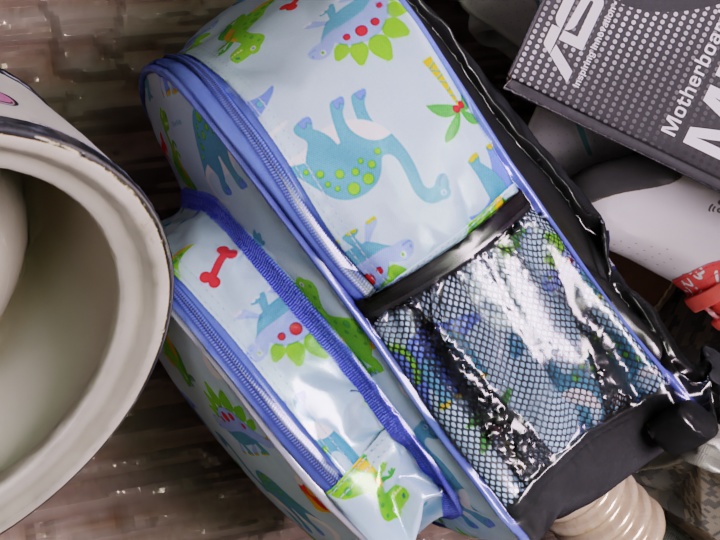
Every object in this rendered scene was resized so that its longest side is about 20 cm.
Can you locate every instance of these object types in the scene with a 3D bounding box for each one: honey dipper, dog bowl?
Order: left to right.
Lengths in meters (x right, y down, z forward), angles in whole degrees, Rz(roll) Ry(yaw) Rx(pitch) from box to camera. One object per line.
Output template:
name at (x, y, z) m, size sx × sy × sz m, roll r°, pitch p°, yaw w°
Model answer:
dog bowl at (-0.161, 0.011, 0.804) m, size 0.200 × 0.201 × 0.074 m, roll -8°, pitch 46°, yaw -31°
honey dipper at (0.130, 0.132, 1.018) m, size 0.200 × 0.038 × 0.038 m, roll 46°, pitch 63°, yaw -37°

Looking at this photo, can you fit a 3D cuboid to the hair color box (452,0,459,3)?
hair color box at (0.126, -0.138, 1.056) m, size 0.199 × 0.061 × 0.099 m, roll 14°, pitch 78°, yaw -29°

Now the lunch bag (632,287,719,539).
lunch bag at (0.203, 0.060, 1.047) m, size 0.200 × 0.117 × 0.164 m, roll 36°, pitch 69°, yaw -24°

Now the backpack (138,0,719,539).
backpack at (0.000, 0.000, 0.896) m, size 0.147 × 0.183 × 0.200 m, roll -34°, pitch 97°, yaw -9°

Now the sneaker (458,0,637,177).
sneaker at (0.064, -0.127, 0.945) m, size 0.070 × 0.080 × 0.201 m, roll 22°, pitch 45°, yaw -68°

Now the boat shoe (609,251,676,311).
boat shoe at (0.121, -0.063, 0.984) m, size 0.072 × 0.068 × 0.201 m, roll 14°, pitch 98°, yaw -29°

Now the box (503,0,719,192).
box at (0.161, -0.115, 0.854) m, size 0.160 × 0.044 × 0.201 m, roll 27°, pitch 98°, yaw 8°

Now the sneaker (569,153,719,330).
sneaker at (0.166, 0.022, 0.932) m, size 0.201 × 0.067 × 0.108 m, roll 8°, pitch 75°, yaw -23°
